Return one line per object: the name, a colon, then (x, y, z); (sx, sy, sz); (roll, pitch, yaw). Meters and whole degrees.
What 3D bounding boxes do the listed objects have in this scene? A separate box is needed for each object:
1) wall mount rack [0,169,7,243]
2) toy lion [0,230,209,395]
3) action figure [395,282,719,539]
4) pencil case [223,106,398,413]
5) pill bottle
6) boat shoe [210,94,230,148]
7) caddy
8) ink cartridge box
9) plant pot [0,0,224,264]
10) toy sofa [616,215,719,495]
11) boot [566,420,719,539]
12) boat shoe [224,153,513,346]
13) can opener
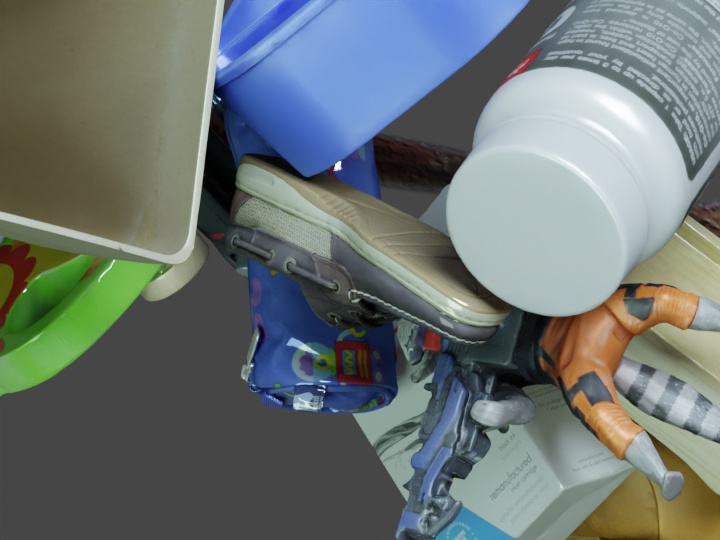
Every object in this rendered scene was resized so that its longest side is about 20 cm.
wall mount rack: (-0.233, -0.090, 1.614); (0.200, 0.174, 0.075); (45, 180, 23)
toy lion: (-0.203, 0.025, 1.665); (0.069, 0.192, 0.200); (48, 163, -24)
action figure: (0.096, 0.066, 1.489); (0.193, 0.201, 0.105); (20, 172, 30)
pencil case: (-0.029, -0.015, 1.584); (0.087, 0.201, 0.078); (-2, 168, -13)
pill bottle: (0.125, -0.071, 1.433); (0.114, 0.200, 0.114); (16, 129, 21)
boat shoe: (-0.169, -0.100, 1.681); (0.199, 0.072, 0.072); (22, 131, 16)
caddy: (0.000, -0.145, 1.483); (0.200, 0.141, 0.105); (-38, 104, 20)
ink cartridge box: (0.055, 0.065, 1.614); (0.200, 0.067, 0.116); (57, 136, 19)
plant pot: (-0.204, -0.112, 1.457); (0.200, 0.200, 0.177); (14, 167, -36)
toy sofa: (0.168, 0.023, 1.558); (0.200, 0.083, 0.098); (37, 138, 3)
boot: (0.161, 0.102, 1.629); (0.144, 0.071, 0.201); (51, 137, -11)
boat shoe: (0.000, 0.000, 1.481); (0.200, 0.072, 0.065); (31, 108, 40)
can opener: (-0.077, -0.037, 1.639); (0.078, 0.064, 0.200); (-16, 141, 27)
